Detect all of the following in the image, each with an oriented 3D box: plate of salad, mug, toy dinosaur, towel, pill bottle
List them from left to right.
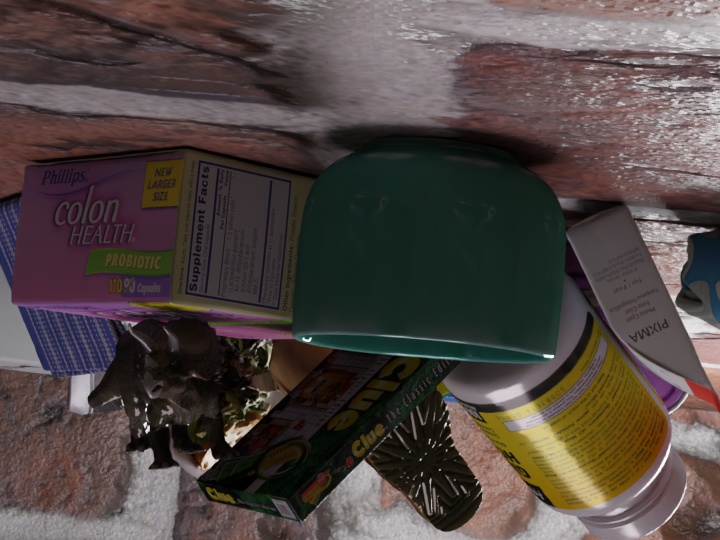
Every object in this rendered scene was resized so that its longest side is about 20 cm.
[{"bbox_3d":[-0.225,0.010,1.603,0.024,0.145,0.200,-25,-173,-24],"label":"towel"},{"bbox_3d":[-0.127,0.072,1.391,0.077,0.103,0.200,-6,-173,-18],"label":"toy dinosaur"},{"bbox_3d":[-0.093,0.066,1.652,0.048,0.201,0.200,-4,169,41],"label":"plate of salad"},{"bbox_3d":[0.040,-0.010,1.228,0.152,0.115,0.185,5,175,-1],"label":"mug"},{"bbox_3d":[0.145,0.097,1.481,0.112,0.113,0.200,0,140,43],"label":"pill bottle"}]

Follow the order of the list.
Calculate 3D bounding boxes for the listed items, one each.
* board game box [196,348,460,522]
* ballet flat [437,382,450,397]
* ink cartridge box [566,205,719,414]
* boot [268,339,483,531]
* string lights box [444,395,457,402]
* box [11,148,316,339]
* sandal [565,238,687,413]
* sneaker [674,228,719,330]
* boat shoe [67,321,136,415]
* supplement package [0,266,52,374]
[{"bbox_3d":[-0.008,0.086,1.401,0.105,0.200,0.023,6,132,50],"label":"board game box"},{"bbox_3d":[0.106,0.030,1.573,0.200,0.067,0.067,-29,-143,0],"label":"ballet flat"},{"bbox_3d":[0.201,0.064,1.414,0.047,0.200,0.160,-24,169,7],"label":"ink cartridge box"},{"bbox_3d":[-0.009,0.092,1.565,0.200,0.066,0.175,38,160,46],"label":"boot"},{"bbox_3d":[0.082,0.083,1.840,0.199,0.059,0.103,4,176,7],"label":"string lights box"},{"bbox_3d":[-0.096,-0.012,1.416,0.200,0.097,0.176,12,171,-42],"label":"box"},{"bbox_3d":[0.175,0.039,1.535,0.203,0.083,0.050,35,-179,-29],"label":"sandal"},{"bbox_3d":[0.260,0.010,1.466,0.081,0.077,0.200,11,168,11],"label":"sneaker"},{"bbox_3d":[-0.200,0.036,1.708,0.056,0.069,0.200,4,132,-9],"label":"boat shoe"},{"bbox_3d":[-0.314,0.022,1.815,0.117,0.118,0.200,-1,171,44],"label":"supplement package"}]
